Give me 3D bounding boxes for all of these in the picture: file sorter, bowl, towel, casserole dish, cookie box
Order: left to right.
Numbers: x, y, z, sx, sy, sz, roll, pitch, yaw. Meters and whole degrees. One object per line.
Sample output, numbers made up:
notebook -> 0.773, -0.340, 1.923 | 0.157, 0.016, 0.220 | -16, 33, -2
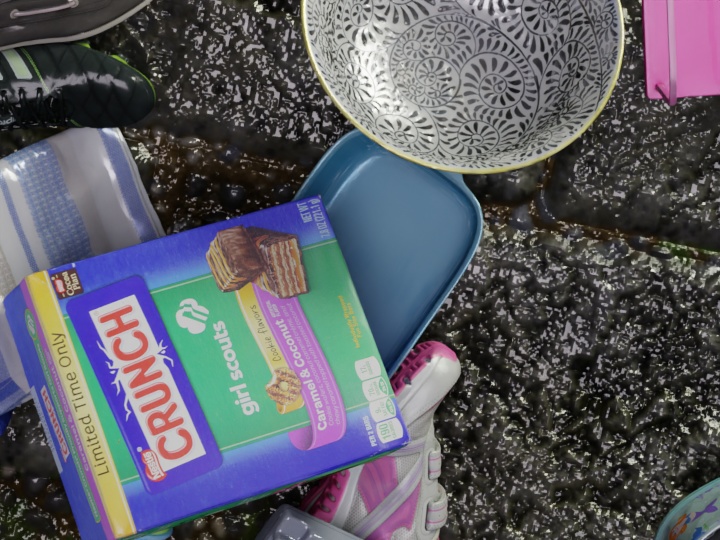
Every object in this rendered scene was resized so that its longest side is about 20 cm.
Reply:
towel -> -0.200, -0.003, 1.460 | 0.024, 0.200, 0.147 | -13, 102, 45
cookie box -> -0.095, 0.063, 1.415 | 0.200, 0.075, 0.171 | -17, 81, -23
casserole dish -> 0.000, 0.000, 1.503 | 0.121, 0.039, 0.200 | 36, 101, 12
bowl -> 0.057, -0.138, 1.440 | 0.201, 0.094, 0.201 | 2, 71, -7
file sorter -> 0.278, -0.174, 1.424 | 0.200, 0.125, 0.139 | -3, 102, 3

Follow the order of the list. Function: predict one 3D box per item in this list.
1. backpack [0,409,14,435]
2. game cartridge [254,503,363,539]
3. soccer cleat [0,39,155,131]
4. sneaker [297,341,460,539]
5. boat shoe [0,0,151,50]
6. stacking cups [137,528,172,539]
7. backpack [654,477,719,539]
backpack -> -0.317, 0.028, 1.470 | 0.162, 0.168, 0.200 | -18, 101, -1
game cartridge -> -0.045, 0.254, 1.515 | 0.133, 0.040, 0.200 | 29, 112, -16
soccer cleat -> -0.232, -0.111, 1.468 | 0.200, 0.081, 0.068 | 10, 140, 8
sneaker -> 0.022, 0.139, 1.531 | 0.088, 0.081, 0.200 | 26, 108, -8
boat shoe -> -0.210, -0.177, 1.443 | 0.200, 0.067, 0.057 | -20, 144, -13
stacking cups -> -0.160, 0.185, 1.550 | 0.060, 0.061, 0.200 | 20, 102, -2
backpack -> 0.283, 0.220, 1.496 | 0.177, 0.151, 0.200 | -23, 108, 4
